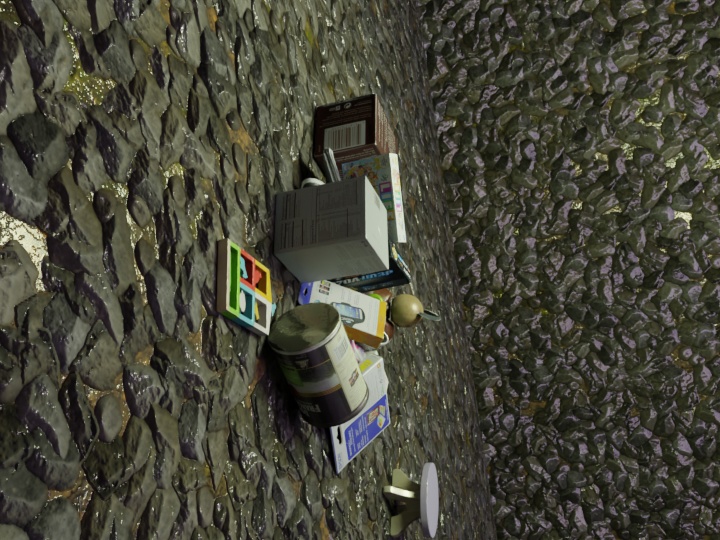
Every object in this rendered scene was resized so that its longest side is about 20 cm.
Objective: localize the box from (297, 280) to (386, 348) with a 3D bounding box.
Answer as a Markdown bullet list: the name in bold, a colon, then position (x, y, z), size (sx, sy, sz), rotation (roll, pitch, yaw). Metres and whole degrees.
- **box**: position (-0.043, 0.087, 1.660), size (0.119, 0.200, 0.042), rotation (-81, -167, -51)

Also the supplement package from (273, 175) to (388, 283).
- **supplement package**: position (-0.059, -0.082, 1.593), size (0.152, 0.200, 0.151), rotation (53, 32, -58)

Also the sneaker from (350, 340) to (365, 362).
- **sneaker**: position (-0.048, 0.189, 1.703), size (0.200, 0.081, 0.088), rotation (53, 38, -47)

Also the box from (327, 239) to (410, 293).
- **box**: position (0.000, 0.000, 1.749), size (0.159, 0.200, 0.046), rotation (51, 31, -60)

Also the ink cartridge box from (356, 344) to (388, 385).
- **ink cartridge box**: position (0.018, 0.283, 1.898), size (0.200, 0.067, 0.117), rotation (-76, 152, -52)

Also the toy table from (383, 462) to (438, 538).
- **toy table**: position (0.141, 0.622, 2.054), size (0.200, 0.117, 0.184), rotation (-78, 154, -48)

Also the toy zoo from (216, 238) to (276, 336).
- **toy zoo**: position (-0.202, 0.038, 1.368), size (0.200, 0.020, 0.131), rotation (45, 39, -64)

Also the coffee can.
- **coffee can**: position (-0.080, 0.184, 1.484), size (0.146, 0.146, 0.200), rotation (-75, 151, -54)

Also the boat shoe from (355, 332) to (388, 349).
- **boat shoe**: position (-0.018, 0.113, 1.731), size (0.200, 0.065, 0.074), rotation (32, 61, -28)

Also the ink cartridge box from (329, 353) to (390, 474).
- **ink cartridge box**: position (-0.014, 0.320, 1.709), size (0.200, 0.047, 0.198), rotation (-34, 131, -38)

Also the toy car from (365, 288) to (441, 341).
- **toy car**: position (0.106, 0.124, 1.962), size (0.164, 0.200, 0.158), rotation (-65, 158, -85)

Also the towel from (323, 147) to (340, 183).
- **towel**: position (-0.058, -0.183, 1.807), size (0.200, 0.024, 0.147), rotation (88, -14, -66)

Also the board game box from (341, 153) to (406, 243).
- **board game box**: position (0.030, -0.155, 1.729), size (0.034, 0.134, 0.200), rotation (-2, 86, -55)

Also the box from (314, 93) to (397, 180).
- **box**: position (-0.007, -0.314, 1.946), size (0.200, 0.166, 0.164), rotation (56, 29, -56)

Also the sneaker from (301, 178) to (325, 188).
- **sneaker**: position (-0.088, -0.113, 1.735), size (0.099, 0.071, 0.200), rotation (-89, 166, -45)
